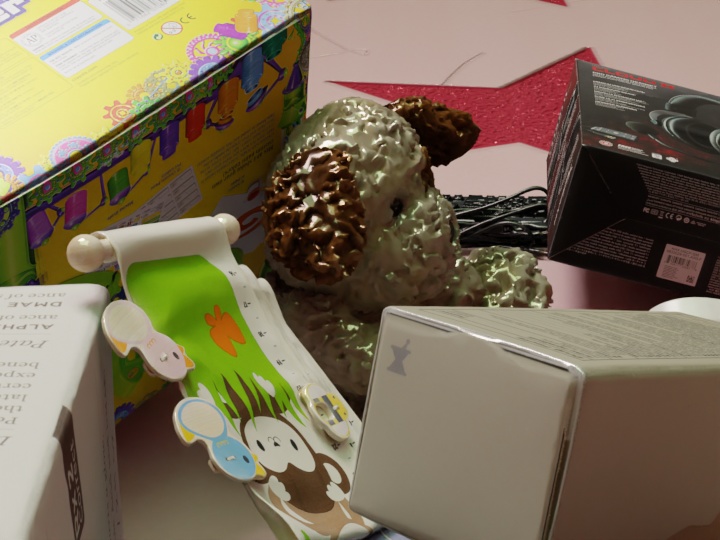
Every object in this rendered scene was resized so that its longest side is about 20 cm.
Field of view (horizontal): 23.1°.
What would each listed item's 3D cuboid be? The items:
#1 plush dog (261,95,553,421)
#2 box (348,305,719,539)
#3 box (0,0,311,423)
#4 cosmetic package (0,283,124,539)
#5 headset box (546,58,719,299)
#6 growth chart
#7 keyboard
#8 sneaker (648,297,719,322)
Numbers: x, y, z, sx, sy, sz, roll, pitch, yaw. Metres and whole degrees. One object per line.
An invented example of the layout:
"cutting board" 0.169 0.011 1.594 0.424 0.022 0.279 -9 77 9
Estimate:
"plush dog" 0.000 0.000 0.854 0.160 0.173 0.200 5 23 19
"box" 0.097 0.061 0.671 0.095 0.078 0.199 18 10 42
"box" -0.135 -0.035 0.840 0.122 0.193 0.200 35 52 26
"cosmetic package" -0.169 0.116 0.586 0.164 0.166 0.200 -2 22 0
"headset box" 0.192 -0.056 1.065 0.148 0.078 0.200 15 24 0
"growth chart" -0.027 0.057 0.673 0.018 0.200 0.145 -38 0 20
"keyboard" 0.099 -0.043 1.141 0.199 0.040 0.104 0 21 10
"sneaker" 0.230 0.067 0.833 0.199 0.073 0.085 2 51 -4
